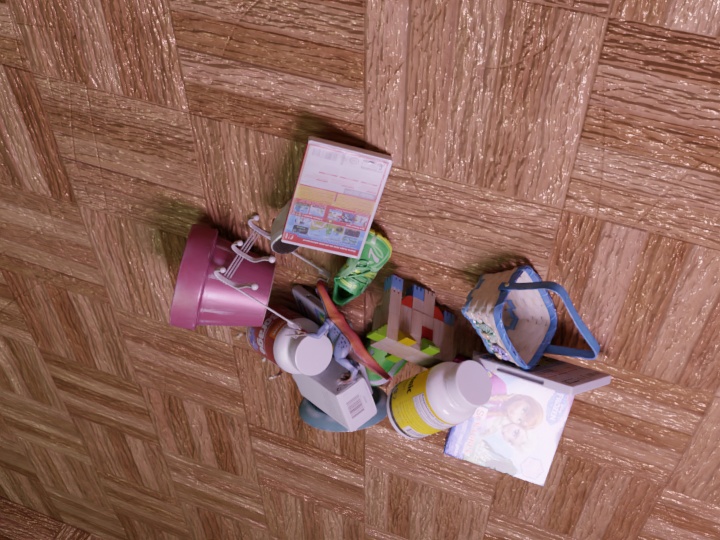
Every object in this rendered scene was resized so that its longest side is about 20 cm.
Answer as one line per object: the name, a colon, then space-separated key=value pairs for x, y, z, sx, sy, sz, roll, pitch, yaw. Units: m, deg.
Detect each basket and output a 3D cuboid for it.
basket: x=0.285 y=0.083 z=1.418 sx=0.199 sy=0.140 sz=0.177 roll=-4 pitch=133 yaw=45

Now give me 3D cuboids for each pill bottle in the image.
pill bottle: x=-0.142 y=0.140 z=1.698 sx=0.199 sy=0.112 sz=0.113 roll=20 pitch=150 yaw=55
pill bottle: x=0.143 y=0.229 z=1.522 sx=0.111 sy=0.112 sz=0.200 roll=39 pitch=142 yaw=-14

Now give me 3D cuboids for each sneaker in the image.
sneaker: x=-0.086 y=-0.115 z=1.479 sx=0.199 sy=0.085 sz=0.073 roll=-32 pitch=136 yaw=24
sneaker: x=0.000 y=0.000 z=1.538 sx=0.073 sy=0.084 sz=0.201 roll=27 pitch=141 yaw=1

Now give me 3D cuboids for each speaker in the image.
speaker: x=0.056 y=0.154 z=1.675 sx=0.088 sy=0.089 sz=0.200 roll=29 pitch=141 yaw=-2

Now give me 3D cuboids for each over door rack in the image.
over door rack: x=-0.155 y=0.005 z=1.586 sx=0.199 sy=0.148 sz=0.067 roll=38 pitch=146 yaw=-12

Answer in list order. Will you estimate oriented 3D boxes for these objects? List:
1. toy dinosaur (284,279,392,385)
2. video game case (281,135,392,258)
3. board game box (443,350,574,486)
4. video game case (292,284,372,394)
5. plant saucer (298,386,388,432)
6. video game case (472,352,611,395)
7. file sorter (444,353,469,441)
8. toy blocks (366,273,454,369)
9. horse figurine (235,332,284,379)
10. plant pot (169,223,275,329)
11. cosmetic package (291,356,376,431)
toy dinosaur: x=-0.029 y=0.106 z=1.539 sx=0.198 sy=0.105 sz=0.184 roll=-5 pitch=96 yaw=23
video game case: x=-0.042 y=-0.117 z=1.407 sx=0.141 sy=0.018 sz=0.201 roll=12 pitch=124 yaw=-11
board game box: x=0.276 y=0.275 z=1.572 sx=0.197 sy=0.041 sz=0.202 roll=16 pitch=102 yaw=4
video game case: x=-0.056 y=0.142 z=1.704 sx=0.182 sy=0.022 sz=0.202 roll=32 pitch=148 yaw=45
plant saucer: x=-0.033 y=0.278 z=1.792 sx=0.198 sy=0.200 sz=0.028 roll=7 pitch=114 yaw=24
video game case: x=0.316 y=0.174 z=1.480 sx=0.199 sy=0.142 sz=0.018 roll=14 pitch=102 yaw=41
file sorter: x=0.245 y=0.290 z=1.682 sx=0.198 sy=0.126 sz=0.140 roll=25 pitch=142 yaw=4
toy blocks: x=0.099 y=0.093 z=1.548 sx=0.199 sy=0.138 sz=0.100 roll=24 pitch=147 yaw=-27
horse figurine: x=-0.185 y=0.162 z=1.848 sx=0.131 sy=0.050 sz=0.201 roll=-20 pitch=117 yaw=28
plant pot: x=-0.265 y=0.028 z=1.655 sx=0.177 sy=0.202 sz=0.201 roll=14 pitch=142 yaw=-8
cosmetic package: x=-0.060 y=0.234 z=1.715 sx=0.199 sy=0.074 sz=0.103 roll=28 pitch=144 yaw=51
